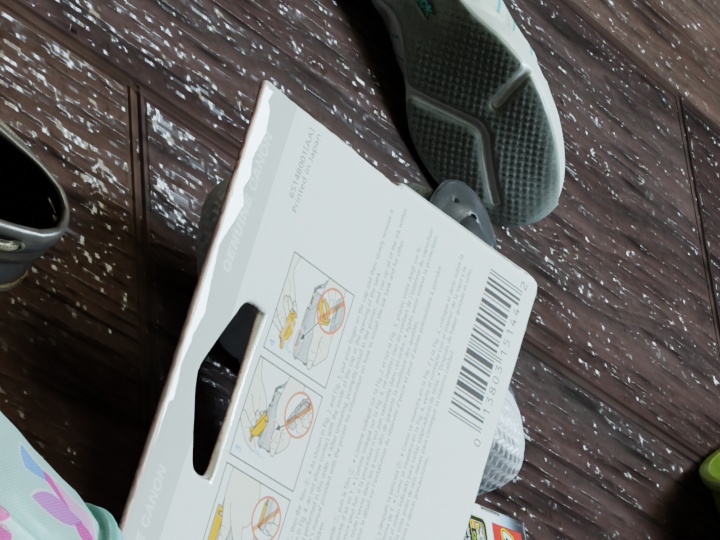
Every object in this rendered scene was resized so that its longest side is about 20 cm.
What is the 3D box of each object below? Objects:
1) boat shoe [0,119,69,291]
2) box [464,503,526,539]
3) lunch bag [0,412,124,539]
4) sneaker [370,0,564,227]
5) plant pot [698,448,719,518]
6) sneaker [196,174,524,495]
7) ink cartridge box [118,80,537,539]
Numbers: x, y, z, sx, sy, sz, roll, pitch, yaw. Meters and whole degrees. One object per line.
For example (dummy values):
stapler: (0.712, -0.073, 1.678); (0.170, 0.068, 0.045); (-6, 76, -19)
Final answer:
boat shoe: (-0.165, -0.061, 0.826); (0.200, 0.073, 0.075); (40, 37, -39)
box: (0.038, 0.184, 1.034); (0.110, 0.035, 0.201); (27, 47, -50)
lunch bag: (-0.144, 0.125, 0.639); (0.077, 0.160, 0.201); (44, 41, -26)
sneaker: (0.043, -0.117, 1.235); (0.201, 0.070, 0.080); (62, 26, -6)
plant pot: (0.285, 0.171, 1.334); (0.200, 0.199, 0.194); (-22, 100, -62)
sneaker: (0.000, 0.000, 1.071); (0.200, 0.075, 0.114); (48, 32, -41)
ink cartridge box: (-0.025, 0.061, 0.923); (0.176, 0.045, 0.201); (35, 66, -46)
